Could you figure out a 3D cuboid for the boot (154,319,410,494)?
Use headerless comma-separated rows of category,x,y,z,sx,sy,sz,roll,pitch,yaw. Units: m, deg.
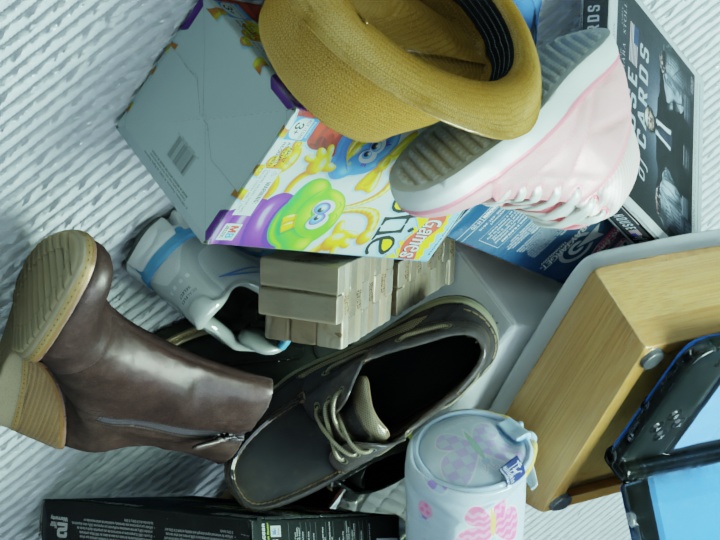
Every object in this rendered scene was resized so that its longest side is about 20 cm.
boot,-0.061,0.098,1.733,0.199,0.139,0.078,-15,143,-33

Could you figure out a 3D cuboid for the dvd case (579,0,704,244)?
dvd case,0.185,-0.092,1.747,0.025,0.151,0.200,-4,160,23

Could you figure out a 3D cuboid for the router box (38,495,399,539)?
router box,-0.095,0.186,1.777,0.149,0.199,0.063,3,88,-50

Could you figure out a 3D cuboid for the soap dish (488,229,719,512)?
soap dish,0.180,0.069,1.761,0.157,0.081,0.200,-10,142,-37

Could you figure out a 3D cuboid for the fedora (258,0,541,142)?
fedora,0.009,-0.129,1.463,0.200,0.201,0.082,2,142,-48

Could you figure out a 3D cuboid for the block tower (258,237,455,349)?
block tower,0.000,0.000,1.668,0.200,0.058,0.054,-26,122,-64

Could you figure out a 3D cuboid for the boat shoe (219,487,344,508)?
boat shoe,-0.059,0.172,1.907,0.070,0.070,0.200,-12,143,-38

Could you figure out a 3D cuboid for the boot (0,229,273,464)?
boot,-0.130,0.049,1.605,0.165,0.073,0.200,11,145,-18

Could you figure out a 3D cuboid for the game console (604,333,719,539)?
game console,0.270,0.129,1.738,0.199,0.119,0.171,-8,142,-40

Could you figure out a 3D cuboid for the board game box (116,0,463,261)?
board game box,-0.023,-0.080,1.564,0.199,0.105,0.103,4,130,-50

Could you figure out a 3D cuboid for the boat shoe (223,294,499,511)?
boat shoe,-0.003,0.082,1.669,0.200,0.075,0.073,-37,-177,3

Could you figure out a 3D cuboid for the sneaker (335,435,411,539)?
sneaker,0.043,0.159,1.942,0.200,0.074,0.085,-54,165,-23

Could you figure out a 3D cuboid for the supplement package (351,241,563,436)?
supplement package,0.107,0.037,1.846,0.199,0.120,0.121,1,135,-47

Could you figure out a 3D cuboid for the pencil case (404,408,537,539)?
pencil case,0.071,0.187,1.754,0.091,0.083,0.201,-34,138,-39

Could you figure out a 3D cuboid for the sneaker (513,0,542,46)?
sneaker,0.092,-0.167,1.603,0.078,0.066,0.201,-38,148,-22

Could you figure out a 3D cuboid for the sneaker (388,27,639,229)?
sneaker,0.099,-0.055,1.544,0.200,0.075,0.105,-39,119,-42

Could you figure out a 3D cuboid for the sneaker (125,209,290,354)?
sneaker,-0.060,0.022,1.684,0.200,0.087,0.075,7,127,-52

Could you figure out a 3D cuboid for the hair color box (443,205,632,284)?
hair color box,0.097,-0.054,1.731,0.061,0.100,0.200,-46,149,16
